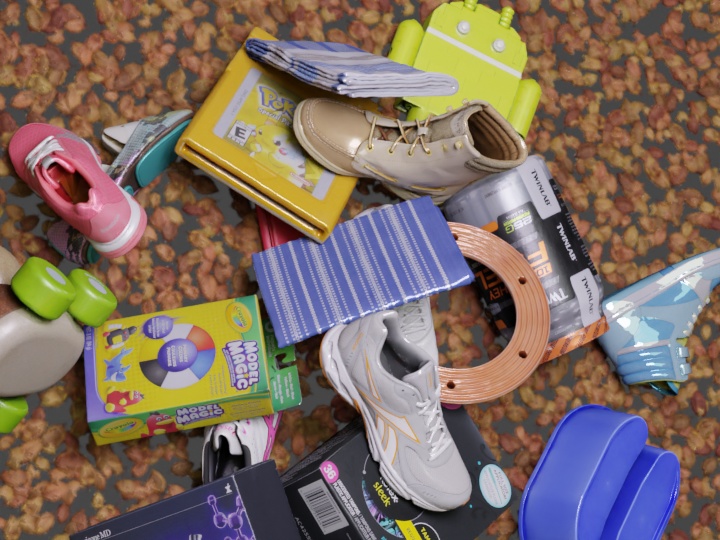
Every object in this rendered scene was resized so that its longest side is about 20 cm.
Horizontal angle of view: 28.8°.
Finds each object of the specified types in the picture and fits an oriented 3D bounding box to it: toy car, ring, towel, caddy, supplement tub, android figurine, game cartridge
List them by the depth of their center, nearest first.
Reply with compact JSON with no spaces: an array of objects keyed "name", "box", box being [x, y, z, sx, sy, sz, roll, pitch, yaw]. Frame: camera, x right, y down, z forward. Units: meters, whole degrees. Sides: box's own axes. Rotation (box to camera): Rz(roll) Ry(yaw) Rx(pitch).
[{"name":"toy car","box":[-0.358,0.022,1.292,0.200,0.158,0.165,44,96,18]},{"name":"towel","box":[0.000,0.000,1.364,0.198,0.145,0.024,-19,129,-4]},{"name":"ring","box":[0.090,0.042,1.386,0.198,0.019,0.202,4,59,-7]},{"name":"towel","box":[-0.011,-0.206,1.408,0.146,0.199,0.024,-5,111,-33]},{"name":"game cartridge","box":[-0.074,-0.143,1.434,0.175,0.032,0.201,31,48,-7]},{"name":"caddy","box":[0.243,0.236,1.467,0.141,0.104,0.201,45,63,-27]},{"name":"supplement tub","box":[0.179,-0.009,1.486,0.122,0.122,0.202,-25,87,-22]},{"name":"android figurine","box":[0.114,-0.214,1.553,0.181,0.041,0.202,26,73,-12]}]

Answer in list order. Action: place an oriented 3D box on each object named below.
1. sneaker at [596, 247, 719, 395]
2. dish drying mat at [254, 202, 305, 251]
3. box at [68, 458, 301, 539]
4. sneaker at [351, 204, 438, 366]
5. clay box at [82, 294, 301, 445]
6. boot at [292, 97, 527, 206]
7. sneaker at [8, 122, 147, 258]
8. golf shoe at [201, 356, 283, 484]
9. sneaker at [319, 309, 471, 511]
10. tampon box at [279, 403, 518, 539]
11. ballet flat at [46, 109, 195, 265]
[{"name":"sneaker","box":[0.353,0.062,1.556,0.198,0.080,0.132,-25,85,-12]},{"name":"dish drying mat","box":[-0.075,-0.080,1.470,0.076,0.018,0.202,-9,81,-24]},{"name":"box","box":[-0.151,0.272,1.275,0.079,0.199,0.143,-5,74,-62]},{"name":"sneaker","box":[0.040,0.028,1.455,0.074,0.081,0.202,-13,84,-22]},{"name":"clay box","box":[-0.161,0.091,1.336,0.198,0.048,0.116,-11,52,-2]},{"name":"boot","box":[0.048,-0.132,1.374,0.199,0.155,0.074,26,64,-28]},{"name":"sneaker","box":[-0.279,-0.095,1.325,0.074,0.087,0.200,-48,56,-5]},{"name":"golf shoe","box":[-0.115,0.149,1.363,0.072,0.092,0.202,1,75,6]},{"name":"sneaker","box":[0.046,0.126,1.264,0.201,0.092,0.076,55,45,-4]},{"name":"tampon box","box":[0.025,0.219,1.350,0.199,0.126,0.151,-33,91,-43]},{"name":"ballet flat","box":[-0.243,-0.097,1.398,0.071,0.069,0.201,30,70,10]}]
